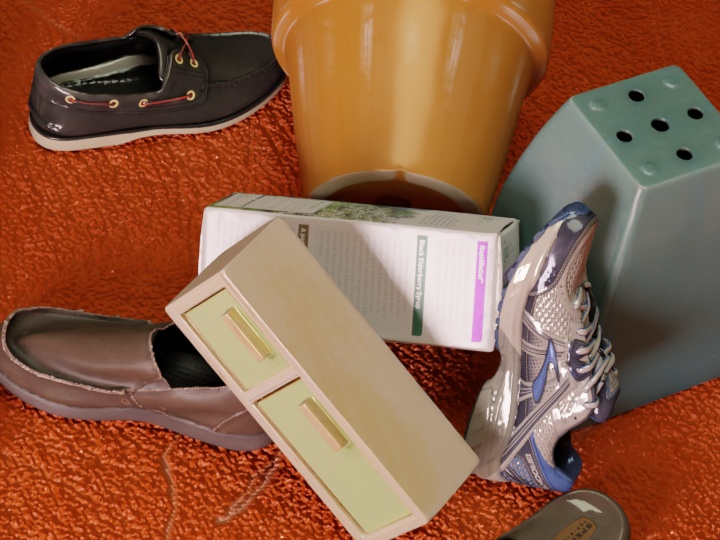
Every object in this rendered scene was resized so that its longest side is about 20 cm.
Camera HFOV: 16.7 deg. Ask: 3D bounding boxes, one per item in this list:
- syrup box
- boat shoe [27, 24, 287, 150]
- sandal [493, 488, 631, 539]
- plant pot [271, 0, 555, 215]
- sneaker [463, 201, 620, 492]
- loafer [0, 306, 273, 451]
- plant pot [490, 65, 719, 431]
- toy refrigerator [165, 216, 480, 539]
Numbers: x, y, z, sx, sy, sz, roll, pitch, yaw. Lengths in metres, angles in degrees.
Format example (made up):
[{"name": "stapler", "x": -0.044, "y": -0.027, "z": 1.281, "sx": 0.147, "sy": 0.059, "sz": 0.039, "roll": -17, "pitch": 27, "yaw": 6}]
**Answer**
[{"name": "syrup box", "x": 0.000, "y": 0.000, "z": 1.603, "sx": 0.199, "sy": 0.082, "sz": 0.079, "roll": 6, "pitch": 11, "yaw": 11}, {"name": "boat shoe", "x": -0.141, "y": -0.139, "z": 1.761, "sx": 0.200, "sy": 0.063, "sz": 0.074, "roll": -13, "pitch": 50, "yaw": -24}, {"name": "sandal", "x": 0.104, "y": 0.194, "z": 1.511, "sx": 0.082, "sy": 0.055, "sz": 0.200, "roll": 36, "pitch": 52, "yaw": 21}, {"name": "plant pot", "x": 0.032, "y": -0.117, "z": 1.700, "sx": 0.199, "sy": 0.200, "sz": 0.184, "roll": 7, "pitch": 63, "yaw": -4}, {"name": "sneaker", "x": 0.130, "y": 0.052, "z": 1.549, "sx": 0.085, "sy": 0.201, "sz": 0.077, "roll": 22, "pitch": 29, "yaw": 18}, {"name": "loafer", "x": -0.141, "y": 0.055, "z": 1.578, "sx": 0.199, "sy": 0.071, "sz": 0.073, "roll": 11, "pitch": 47, "yaw": -1}, {"name": "plant pot", "x": 0.178, "y": -0.026, "z": 1.626, "sx": 0.141, "sy": 0.201, "sz": 0.142, "roll": -17, "pitch": 54, "yaw": -25}, {"name": "toy refrigerator", "x": -0.025, "y": 0.073, "z": 1.520, "sx": 0.200, "sy": 0.076, "sz": 0.070, "roll": 51, "pitch": 51, "yaw": -7}]
